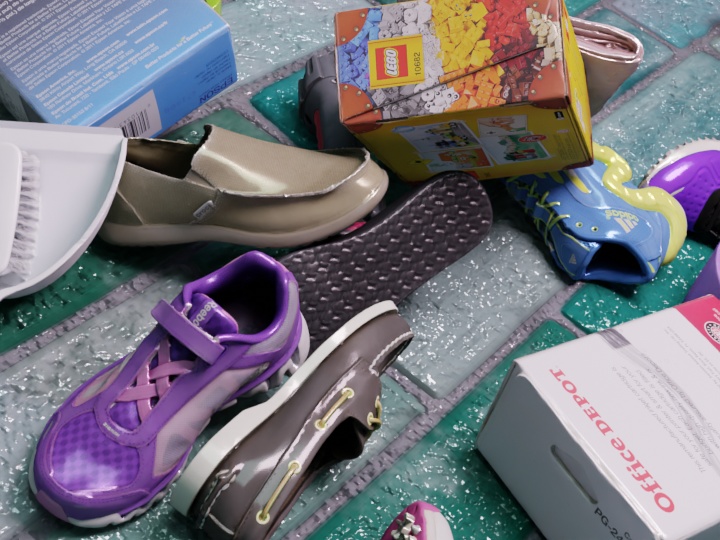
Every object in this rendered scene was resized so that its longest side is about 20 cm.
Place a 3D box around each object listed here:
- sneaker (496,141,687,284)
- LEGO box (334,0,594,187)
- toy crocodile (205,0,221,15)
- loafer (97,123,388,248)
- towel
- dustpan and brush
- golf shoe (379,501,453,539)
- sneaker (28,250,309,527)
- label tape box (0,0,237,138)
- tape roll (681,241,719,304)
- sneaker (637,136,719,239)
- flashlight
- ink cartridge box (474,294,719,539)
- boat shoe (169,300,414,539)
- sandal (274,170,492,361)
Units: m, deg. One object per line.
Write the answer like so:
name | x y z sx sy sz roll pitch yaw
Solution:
sneaker | 0.158 -0.057 1.011 0.199 0.076 0.105 28 40 5
LEGO box | 0.079 -0.122 0.916 0.147 0.200 0.078 -5 80 14
toy crocodile | -0.205 -0.212 1.017 0.198 0.068 0.062 0 46 -26
loafer | -0.082 -0.058 0.847 0.198 0.069 0.076 -6 30 6
towel | 0.119 -0.179 1.061 0.189 0.200 0.033 20 84 1
dustpan and brush | -0.218 -0.007 0.782 0.138 0.057 0.202 4 73 -1
golf shoe | 0.040 0.213 0.671 0.091 0.075 0.201 27 39 -20
sneaker | -0.103 0.056 0.734 0.080 0.089 0.200 40 58 13
label tape box | -0.204 -0.174 0.937 0.143 0.066 0.200 -38 64 -18
tape roll | 0.344 0.052 0.987 0.198 0.066 0.201 13 40 -11
sneaker | 0.319 -0.052 1.087 0.198 0.070 0.100 -6 50 -30
flashlight | -0.018 -0.082 0.969 0.067 0.068 0.201 -16 39 5
ink cartridge box | 0.193 0.111 0.833 0.199 0.084 0.146 -14 52 -36
boat shoe | -0.025 0.091 0.768 0.060 0.072 0.201 39 49 13
sandal | 0.000 0.000 0.866 0.199 0.045 0.076 -31 105 -20
